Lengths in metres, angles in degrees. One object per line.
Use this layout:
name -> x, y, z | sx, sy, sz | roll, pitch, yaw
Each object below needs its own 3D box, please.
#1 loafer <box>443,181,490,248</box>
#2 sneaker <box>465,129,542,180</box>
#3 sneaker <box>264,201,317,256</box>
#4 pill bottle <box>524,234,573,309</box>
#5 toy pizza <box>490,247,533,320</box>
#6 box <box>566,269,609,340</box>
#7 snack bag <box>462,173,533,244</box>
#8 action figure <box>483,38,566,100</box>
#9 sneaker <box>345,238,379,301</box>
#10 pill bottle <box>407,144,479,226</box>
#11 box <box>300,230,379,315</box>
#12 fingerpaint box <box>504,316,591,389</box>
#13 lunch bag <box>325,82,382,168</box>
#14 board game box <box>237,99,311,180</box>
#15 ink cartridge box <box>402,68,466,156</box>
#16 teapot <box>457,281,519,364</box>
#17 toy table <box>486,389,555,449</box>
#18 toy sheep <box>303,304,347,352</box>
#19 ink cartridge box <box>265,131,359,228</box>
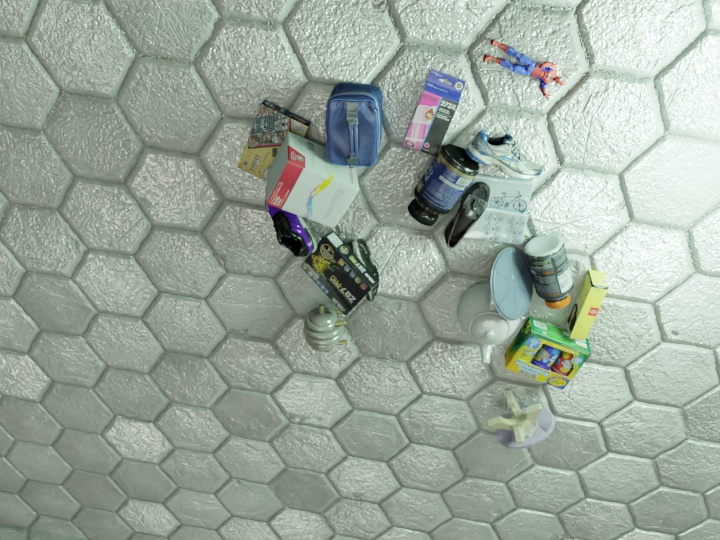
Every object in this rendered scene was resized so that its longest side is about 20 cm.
loafer -> 0.284, -0.141, 1.717 | 0.072, 0.063, 0.200 | 24, 125, -7
sneaker -> 0.370, -0.291, 1.620 | 0.199, 0.077, 0.085 | 19, 121, -5
sneaker -> -0.205, -0.120, 1.784 | 0.070, 0.099, 0.200 | -39, 89, 34
pill bottle -> 0.523, 0.009, 1.779 | 0.106, 0.106, 0.201 | -13, 121, 17
toy pizza -> 0.410, 0.037, 1.779 | 0.032, 0.200, 0.201 | -3, 129, 47
box -> 0.645, 0.100, 1.843 | 0.050, 0.075, 0.201 | 11, 124, 1
snack bag -> 0.362, -0.164, 1.738 | 0.188, 0.021, 0.201 | 8, 125, 4
action figure -> 0.386, -0.460, 1.490 | 0.199, 0.099, 0.065 | 19, 126, -7
sneaker -> 0.000, 0.000, 1.883 | 0.079, 0.074, 0.201 | -8, 117, 25
pill bottle -> 0.209, -0.215, 1.672 | 0.112, 0.112, 0.200 | 28, 123, -11
box -> -0.061, 0.008, 1.846 | 0.200, 0.049, 0.161 | 48, 136, 5
fingerpaint box -> 0.563, 0.254, 1.960 | 0.199, 0.073, 0.167 | 21, 124, -6
lunch bag -> -0.018, -0.349, 1.603 | 0.135, 0.133, 0.201 | 3, 124, 7
board game box -> -0.229, -0.331, 1.708 | 0.135, 0.035, 0.200 | 25, 124, -8
ink cartridge box -> 0.182, -0.388, 1.607 | 0.094, 0.037, 0.201 | 18, 123, -4
teapot -> 0.371, 0.139, 1.868 | 0.200, 0.146, 0.197 | 42, 120, -18
toy table -> 0.510, 0.488, 2.077 | 0.200, 0.184, 0.117 | -34, 130, 14
toy sheep -> -0.110, 0.174, 1.980 | 0.137, 0.138, 0.201 | 3, 128, 6
ink cartridge box -> -0.125, -0.230, 1.668 | 0.199, 0.146, 0.145 | 19, 127, -22
